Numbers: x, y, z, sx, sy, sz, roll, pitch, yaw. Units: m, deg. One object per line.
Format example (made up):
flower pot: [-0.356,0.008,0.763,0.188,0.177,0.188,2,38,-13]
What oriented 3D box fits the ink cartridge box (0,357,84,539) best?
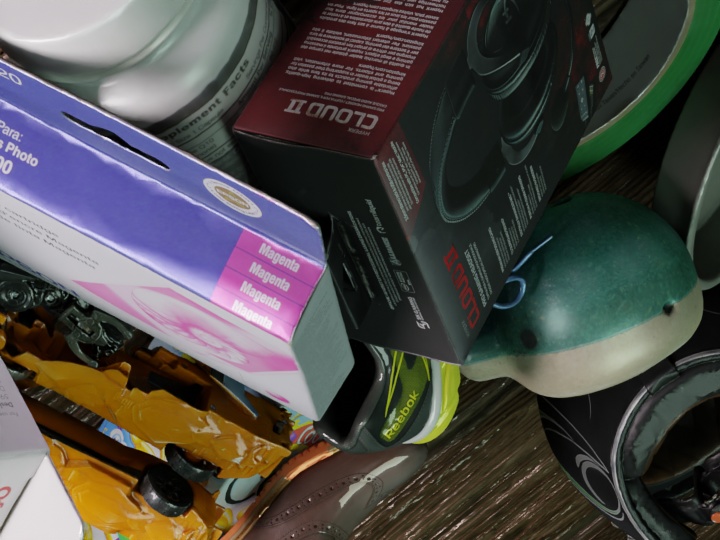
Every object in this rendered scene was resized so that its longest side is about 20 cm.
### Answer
ink cartridge box: [-0.210,0.078,0.855,0.066,0.201,0.116,0,134,-43]

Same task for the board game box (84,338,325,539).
board game box: [-0.081,0.109,1.115,0.104,0.103,0.201,-1,134,-44]

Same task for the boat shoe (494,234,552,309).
boat shoe: [0.056,-0.002,1.062,0.083,0.069,0.200,10,157,-11]

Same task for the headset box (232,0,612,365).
headset box: [0.031,-0.069,0.855,0.201,0.077,0.149,-61,147,-28]

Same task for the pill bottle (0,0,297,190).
pill bottle: [-0.085,-0.092,0.834,0.113,0.114,0.200,-37,149,2]

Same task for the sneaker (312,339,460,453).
sneaker: [0.000,0.000,0.980,0.074,0.202,0.084,-10,-173,36]

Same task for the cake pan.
cake pan: [0.239,-0.085,1.170,0.200,0.037,0.201,-45,151,-33]

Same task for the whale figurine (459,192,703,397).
whale figurine: [0.108,0.008,1.135,0.158,0.199,0.105,-29,108,-33]

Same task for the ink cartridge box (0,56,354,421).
ink cartridge box: [-0.101,-0.015,0.813,0.044,0.195,0.200,-60,168,-13]

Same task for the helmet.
helmet: [0.213,0.086,1.292,0.198,0.191,0.202,-4,112,-10]

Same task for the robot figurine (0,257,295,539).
robot figurine: [-0.142,0.069,0.975,0.199,0.058,0.145,31,117,-16]

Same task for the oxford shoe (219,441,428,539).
oxford shoe: [-0.033,0.159,1.057,0.200,0.073,0.071,-39,148,6]

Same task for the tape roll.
tape roll: [0.110,-0.130,1.038,0.199,0.048,0.201,-25,148,-17]
